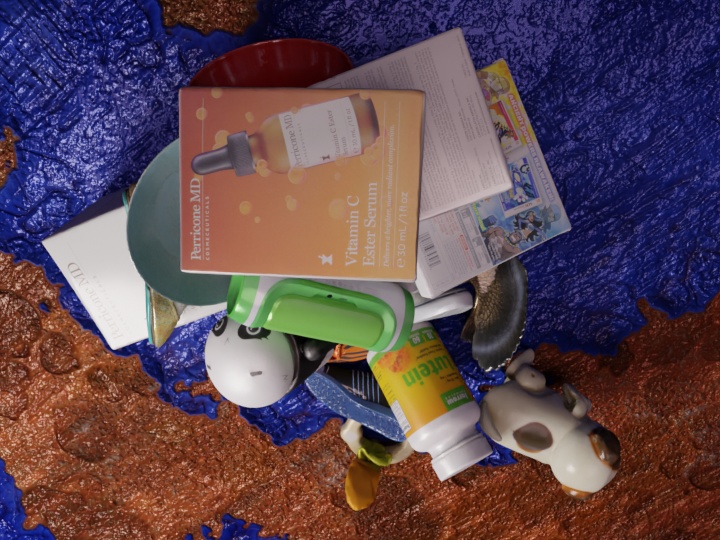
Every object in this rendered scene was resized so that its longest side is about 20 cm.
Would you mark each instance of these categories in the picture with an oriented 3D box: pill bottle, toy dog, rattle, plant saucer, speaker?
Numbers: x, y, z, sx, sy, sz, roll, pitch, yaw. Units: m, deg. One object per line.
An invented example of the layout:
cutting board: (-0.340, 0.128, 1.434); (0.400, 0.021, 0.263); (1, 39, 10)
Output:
pill bottle: (0.099, 0.183, 0.815); (0.111, 0.111, 0.201); (-35, 67, 14)
toy dog: (0.283, 0.231, 0.848); (0.199, 0.193, 0.140); (35, 105, 26)
rattle: (0.058, 0.264, 0.919); (0.199, 0.143, 0.131); (-31, 91, 19)
plant saucer: (-0.156, -0.060, 0.618); (0.200, 0.039, 0.203); (-23, 128, -33)
speaker: (-0.042, 0.036, 0.644); (0.198, 0.089, 0.089); (14, 114, -22)

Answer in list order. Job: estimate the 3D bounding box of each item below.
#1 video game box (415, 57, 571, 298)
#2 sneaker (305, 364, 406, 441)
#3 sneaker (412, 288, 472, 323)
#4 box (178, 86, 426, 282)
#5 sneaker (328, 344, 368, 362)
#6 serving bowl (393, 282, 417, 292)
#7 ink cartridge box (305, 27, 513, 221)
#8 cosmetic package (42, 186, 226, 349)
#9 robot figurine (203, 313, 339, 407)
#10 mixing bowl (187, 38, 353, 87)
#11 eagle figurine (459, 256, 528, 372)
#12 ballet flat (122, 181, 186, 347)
video game box: (0.110, -0.099, 0.625); (0.181, 0.047, 0.202); (-24, 95, -9)
sneaker: (0.006, 0.191, 0.913); (0.199, 0.078, 0.071); (26, 133, 20)
sneaker: (0.083, 0.033, 0.789); (0.072, 0.200, 0.072); (-10, 87, -23)
box: (-0.046, -0.074, 0.509); (0.198, 0.106, 0.154); (1, 97, 4)
sneaker: (-0.067, 0.130, 0.867); (0.198, 0.112, 0.078); (-1, 115, 0)
serving bowl: (0.004, -0.034, 0.701); (0.198, 0.066, 0.201); (14, 135, 14)
ink cartridge box: (0.031, -0.124, 0.574); (0.198, 0.050, 0.162); (-19, 94, 8)
cosmetic package: (-0.255, -0.032, 0.766); (0.198, 0.167, 0.168); (-20, 113, 9)
robot figurine: (-0.106, 0.087, 0.729); (0.125, 0.200, 0.150); (45, 119, 8)
mixing bowl: (-0.099, -0.184, 0.704); (0.198, 0.201, 0.109); (-7, 138, 3)
eagle figurine: (0.176, 0.017, 0.810); (0.150, 0.151, 0.202); (-13, 102, 51)
ballet flat: (-0.220, -0.003, 0.656); (0.070, 0.071, 0.202); (0, 114, 0)
